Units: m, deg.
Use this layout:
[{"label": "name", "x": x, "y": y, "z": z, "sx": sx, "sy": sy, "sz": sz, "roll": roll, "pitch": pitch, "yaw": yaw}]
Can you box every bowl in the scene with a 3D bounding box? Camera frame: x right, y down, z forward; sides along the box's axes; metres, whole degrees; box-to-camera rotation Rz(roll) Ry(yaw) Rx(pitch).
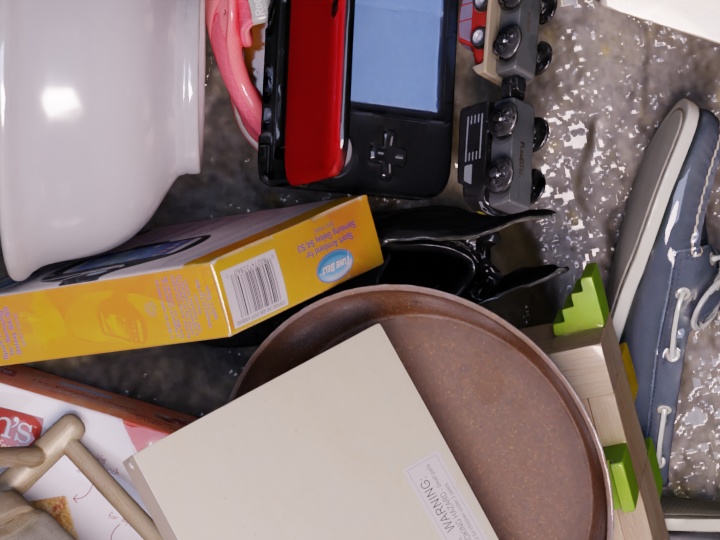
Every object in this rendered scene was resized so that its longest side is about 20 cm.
[{"label": "bowl", "x": -0.119, "y": -0.093, "z": 1.351, "sx": 0.090, "sy": 0.201, "sz": 0.201, "roll": 1, "pitch": 99, "yaw": -1}]

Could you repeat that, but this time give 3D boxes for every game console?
[{"label": "game console", "x": 0.017, "y": -0.137, "z": 1.333, "sx": 0.172, "sy": 0.119, "sz": 0.200, "roll": 4, "pitch": 88, "yaw": -44}]

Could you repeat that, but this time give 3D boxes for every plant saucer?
[{"label": "plant saucer", "x": 0.028, "y": 0.102, "z": 1.332, "sx": 0.200, "sy": 0.034, "sz": 0.200, "roll": 5, "pitch": 103, "yaw": 23}]

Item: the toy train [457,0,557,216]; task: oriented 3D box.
[{"label": "toy train", "x": 0.070, "y": -0.120, "z": 1.393, "sx": 0.034, "sy": 0.046, "sz": 0.200, "roll": 22, "pitch": 65, "yaw": -41}]

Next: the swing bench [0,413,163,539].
[{"label": "swing bench", "x": -0.160, "y": 0.204, "z": 1.349, "sx": 0.199, "sy": 0.130, "sz": 0.200, "roll": 45, "pitch": 102, "yaw": 17}]

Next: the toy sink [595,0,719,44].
[{"label": "toy sink", "x": 0.184, "y": -0.211, "z": 1.368, "sx": 0.112, "sy": 0.130, "sz": 0.200, "roll": 18, "pitch": 100, "yaw": -2}]

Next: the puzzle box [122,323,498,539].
[{"label": "puzzle box", "x": -0.002, "y": 0.141, "z": 1.273, "sx": 0.133, "sy": 0.025, "sz": 0.200, "roll": -27, "pitch": 87, "yaw": -21}]

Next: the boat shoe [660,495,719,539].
[{"label": "boat shoe", "x": 0.165, "y": 0.149, "z": 1.455, "sx": 0.200, "sy": 0.072, "sz": 0.068, "roll": 6, "pitch": 95, "yaw": -3}]

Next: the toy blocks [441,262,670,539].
[{"label": "toy blocks", "x": 0.070, "y": 0.110, "z": 1.376, "sx": 0.137, "sy": 0.100, "sz": 0.200, "roll": -13, "pitch": 105, "yaw": 14}]

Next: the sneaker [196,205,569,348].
[{"label": "sneaker", "x": 0.001, "y": 0.003, "z": 1.415, "sx": 0.200, "sy": 0.104, "sz": 0.060, "roll": -13, "pitch": 100, "yaw": 2}]

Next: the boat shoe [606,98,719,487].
[{"label": "boat shoe", "x": 0.154, "y": 0.015, "z": 1.432, "sx": 0.062, "sy": 0.075, "sz": 0.200, "roll": 15, "pitch": 100, "yaw": -1}]

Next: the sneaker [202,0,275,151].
[{"label": "sneaker", "x": -0.047, "y": -0.148, "z": 1.399, "sx": 0.074, "sy": 0.087, "sz": 0.200, "roll": -16, "pitch": 99, "yaw": 1}]

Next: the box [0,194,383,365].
[{"label": "box", "x": -0.102, "y": 0.007, "z": 1.375, "sx": 0.200, "sy": 0.119, "sz": 0.041, "roll": -10, "pitch": 100, "yaw": 41}]

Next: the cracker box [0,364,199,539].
[{"label": "cracker box", "x": -0.167, "y": 0.156, "z": 1.463, "sx": 0.134, "sy": 0.058, "sz": 0.200, "roll": 16, "pitch": 98, "yaw": -1}]
